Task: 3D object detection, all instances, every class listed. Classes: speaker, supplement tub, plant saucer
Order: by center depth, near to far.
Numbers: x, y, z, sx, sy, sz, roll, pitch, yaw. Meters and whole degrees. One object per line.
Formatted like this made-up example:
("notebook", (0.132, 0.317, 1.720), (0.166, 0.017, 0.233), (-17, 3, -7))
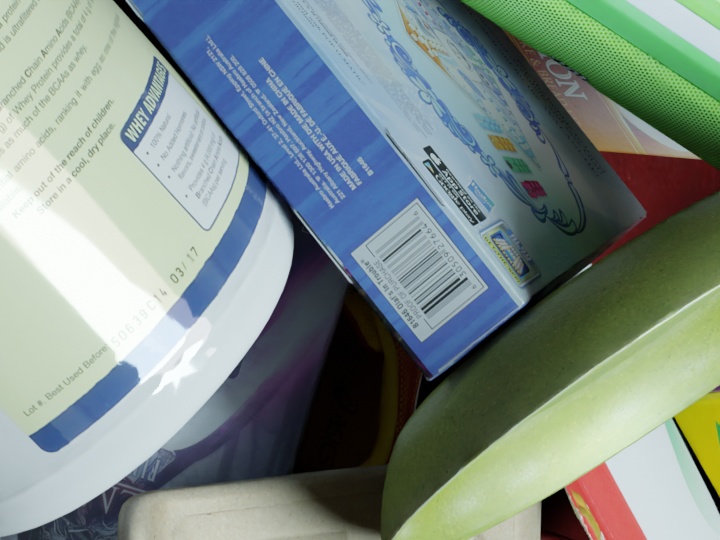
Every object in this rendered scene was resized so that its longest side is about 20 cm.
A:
("supplement tub", (-0.131, -0.037, 0.783), (0.200, 0.145, 0.145), (48, 60, -22))
("plant saucer", (0.083, 0.023, 0.843), (0.200, 0.200, 0.031), (-23, 73, -43))
("speaker", (0.089, -0.098, 0.881), (0.200, 0.088, 0.088), (32, 69, -11))

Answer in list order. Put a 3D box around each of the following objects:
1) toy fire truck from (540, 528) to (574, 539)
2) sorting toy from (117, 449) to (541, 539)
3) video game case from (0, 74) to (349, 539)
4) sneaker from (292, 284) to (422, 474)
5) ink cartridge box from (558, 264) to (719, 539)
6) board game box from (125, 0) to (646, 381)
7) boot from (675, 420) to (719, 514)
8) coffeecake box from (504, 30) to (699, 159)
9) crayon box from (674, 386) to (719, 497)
("toy fire truck", (-0.005, 0.163, 1.001), (0.168, 0.112, 0.200), (-5, 99, -27))
("sorting toy", (-0.012, 0.156, 0.892), (0.200, 0.036, 0.185), (-3, 97, -46))
("video game case", (-0.086, 0.031, 0.892), (0.143, 0.019, 0.200), (18, 80, -9))
("sneaker", (0.000, 0.000, 0.964), (0.077, 0.073, 0.200), (82, 10, -65))
("ink cartridge box", (0.104, 0.076, 1.044), (0.050, 0.200, 0.161), (-28, 124, 4))
("board game box", (-0.001, -0.071, 0.874), (0.200, 0.043, 0.199), (52, 19, 4))
("boot", (0.178, 0.082, 1.214), (0.200, 0.074, 0.075), (-65, 153, -12))
("coffeecake box", (0.117, -0.116, 1.011), (0.073, 0.200, 0.154), (-55, 130, -26))
("crayon box", (0.246, 0.066, 1.155), (0.200, 0.058, 0.173), (-39, 108, -29))
